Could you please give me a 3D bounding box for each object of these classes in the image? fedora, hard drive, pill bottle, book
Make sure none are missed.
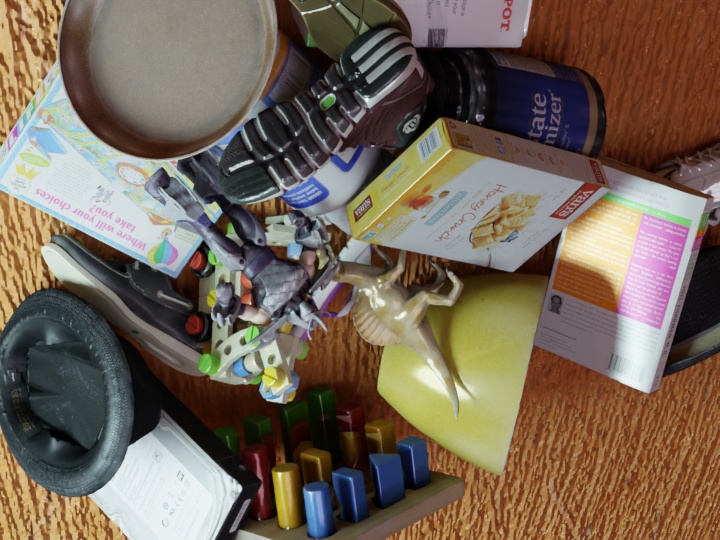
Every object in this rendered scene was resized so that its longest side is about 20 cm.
[{"bbox_3d":[0.341,0.035,1.485,0.199,0.201,0.092,-28,92,1],"label":"fedora"},{"bbox_3d":[-0.196,0.197,1.381,0.038,0.200,0.141,-5,130,-54],"label":"hard drive"},{"bbox_3d":[-0.252,0.110,1.325,0.091,0.200,0.202,-2,127,-50],"label":"fedora"},{"bbox_3d":[0.116,-0.143,1.292,0.198,0.112,0.113,5,120,-32],"label":"pill bottle"},{"bbox_3d":[0.258,0.003,1.410,0.048,0.133,0.202,-13,121,-56],"label":"book"},{"bbox_3d":[-0.052,-0.120,1.274,0.112,0.112,0.200,-43,123,11],"label":"pill bottle"}]

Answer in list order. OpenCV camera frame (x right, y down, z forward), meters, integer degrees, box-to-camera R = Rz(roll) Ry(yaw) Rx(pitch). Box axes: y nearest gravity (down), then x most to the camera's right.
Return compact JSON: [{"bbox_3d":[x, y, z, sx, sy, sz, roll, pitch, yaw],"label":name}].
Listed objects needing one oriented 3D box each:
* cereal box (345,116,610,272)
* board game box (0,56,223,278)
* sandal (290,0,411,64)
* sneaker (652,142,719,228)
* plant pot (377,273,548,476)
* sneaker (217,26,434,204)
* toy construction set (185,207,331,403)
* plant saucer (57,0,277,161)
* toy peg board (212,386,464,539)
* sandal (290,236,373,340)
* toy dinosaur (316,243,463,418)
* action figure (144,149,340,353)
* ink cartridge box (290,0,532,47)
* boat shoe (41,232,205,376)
[{"bbox_3d":[0.106,-0.063,1.268,0.198,0.040,0.144,10,142,-37],"label":"cereal box"},{"bbox_3d":[-0.215,-0.093,1.288,0.199,0.034,0.135,29,109,-29],"label":"board game box"},{"bbox_3d":[-0.028,-0.234,1.144,0.080,0.055,0.199,-22,135,37],"label":"sandal"},{"bbox_3d":[0.347,-0.089,1.442,0.200,0.075,0.081,-41,114,10],"label":"sneaker"},{"bbox_3d":[0.096,0.087,1.418,0.140,0.200,0.202,14,119,6],"label":"plant pot"},{"bbox_3d":[-0.017,-0.108,1.191,0.199,0.076,0.115,-35,152,14],"label":"sneaker"},{"bbox_3d":[-0.096,0.025,1.326,0.130,0.202,0.092,-11,147,39],"label":"toy construction set"},{"bbox_3d":[-0.157,-0.189,1.183,0.200,0.201,0.032,-42,166,11],"label":"plant saucer"},{"bbox_3d":[-0.038,0.192,1.397,0.199,0.198,0.099,-20,107,-41],"label":"toy peg board"},{"bbox_3d":[-0.002,0.002,1.377,0.050,0.082,0.203,37,106,2],"label":"sandal"},{"bbox_3d":[0.045,0.035,1.331,0.101,0.058,0.200,-45,94,-4],"label":"toy dinosaur"},{"bbox_3d":[-0.099,-0.018,1.240,0.200,0.069,0.130,46,62,-2],"label":"action figure"},{"bbox_3d":[0.047,-0.274,1.226,0.197,0.084,0.147,-2,121,-14],"label":"ink cartridge box"},{"bbox_3d":[-0.214,0.021,1.352,0.199,0.072,0.068,38,68,-25],"label":"boat shoe"}]
